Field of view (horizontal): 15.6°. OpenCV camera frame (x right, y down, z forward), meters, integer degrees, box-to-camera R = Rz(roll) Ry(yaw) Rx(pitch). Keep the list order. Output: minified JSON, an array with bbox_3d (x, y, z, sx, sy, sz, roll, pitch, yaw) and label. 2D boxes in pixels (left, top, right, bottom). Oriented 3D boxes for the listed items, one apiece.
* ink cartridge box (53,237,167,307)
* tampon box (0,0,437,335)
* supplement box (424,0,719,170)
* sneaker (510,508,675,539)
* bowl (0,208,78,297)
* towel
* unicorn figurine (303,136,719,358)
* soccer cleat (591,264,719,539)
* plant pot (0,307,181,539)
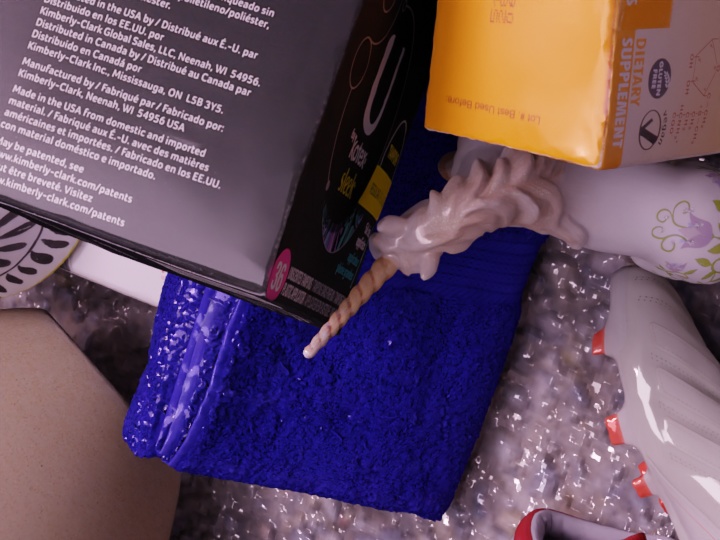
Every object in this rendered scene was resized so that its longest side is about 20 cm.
[{"bbox_3d":[-0.111,-0.082,1.106,0.199,0.083,0.146,20,118,29],"label":"ink cartridge box"},{"bbox_3d":[-0.041,-0.097,0.894,0.126,0.150,0.201,20,88,11],"label":"tampon box"},{"bbox_3d":[0.112,-0.108,0.893,0.073,0.199,0.127,14,105,35],"label":"supplement box"},{"bbox_3d":[0.114,0.177,1.009,0.200,0.071,0.113,41,120,25],"label":"sneaker"},{"bbox_3d":[-0.208,-0.071,1.068,0.200,0.094,0.202,14,114,34],"label":"bowl"},{"bbox_3d":[0.000,0.000,1.027,0.050,0.147,0.201,-113,39,-64],"label":"towel"},{"bbox_3d":[0.068,-0.026,0.926,0.199,0.137,0.074,0,105,-11],"label":"unicorn figurine"},{"bbox_3d":[0.147,0.088,0.984,0.077,0.069,0.201,-21,84,16],"label":"soccer cleat"},{"bbox_3d":[-0.156,0.094,1.129,0.134,0.200,0.200,-42,69,-7],"label":"plant pot"}]
